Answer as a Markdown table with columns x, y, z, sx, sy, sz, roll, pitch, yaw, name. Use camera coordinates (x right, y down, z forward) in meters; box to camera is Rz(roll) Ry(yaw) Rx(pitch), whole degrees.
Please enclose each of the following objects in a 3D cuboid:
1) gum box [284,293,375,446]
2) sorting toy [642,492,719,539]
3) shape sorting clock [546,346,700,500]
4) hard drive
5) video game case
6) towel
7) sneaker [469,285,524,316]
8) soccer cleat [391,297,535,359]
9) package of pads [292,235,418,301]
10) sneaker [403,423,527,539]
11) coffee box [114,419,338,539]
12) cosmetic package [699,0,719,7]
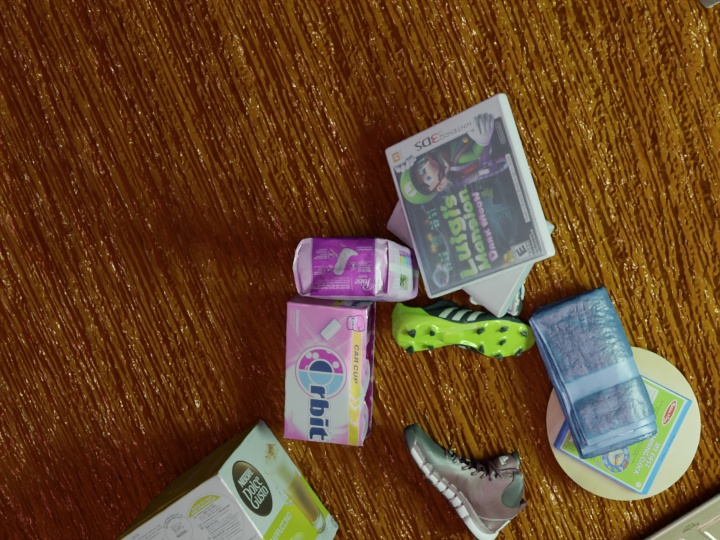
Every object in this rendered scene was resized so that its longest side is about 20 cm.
| x | y | z | sx | sy | sz | roll | pitch | yaw | name |
| --- | --- | --- | --- | --- | --- | --- | --- | --- | --- |
| -0.042 | 0.140 | 1.257 | 0.111 | 0.066 | 0.205 | 4 | 101 | 11 | gum box |
| 0.484 | 0.399 | 1.224 | 0.184 | 0.037 | 0.201 | -36 | 96 | 15 | sorting toy |
| 0.344 | 0.201 | 1.208 | 0.196 | 0.039 | 0.205 | 0 | 90 | 17 | shape sorting clock |
| 0.134 | -0.055 | 1.162 | 0.199 | 0.026 | 0.134 | 40 | 117 | 27 | hard drive |
| 0.130 | -0.088 | 1.131 | 0.180 | 0.023 | 0.204 | -21 | 83 | 37 | video game case |
| 0.299 | 0.130 | 1.176 | 0.110 | 0.048 | 0.204 | -22 | 83 | 16 | towel |
| 0.172 | -0.044 | 1.184 | 0.085 | 0.075 | 0.205 | 6 | 100 | 17 | sneaker |
| 0.136 | 0.071 | 1.213 | 0.195 | 0.082 | 0.069 | 4 | 126 | -10 | soccer cleat |
| 0.000 | 0.000 | 1.153 | 0.118 | 0.200 | 0.077 | 0 | 88 | 14 | package of pads |
| 0.153 | 0.263 | 1.247 | 0.115 | 0.076 | 0.201 | -37 | 102 | 9 | sneaker |
| -0.181 | 0.365 | 1.256 | 0.199 | 0.200 | 0.199 | -35 | 92 | 15 | coffee box |
| 0.459 | -0.404 | 1.048 | 0.071 | 0.101 | 0.200 | 45 | 105 | -1 | cosmetic package |
